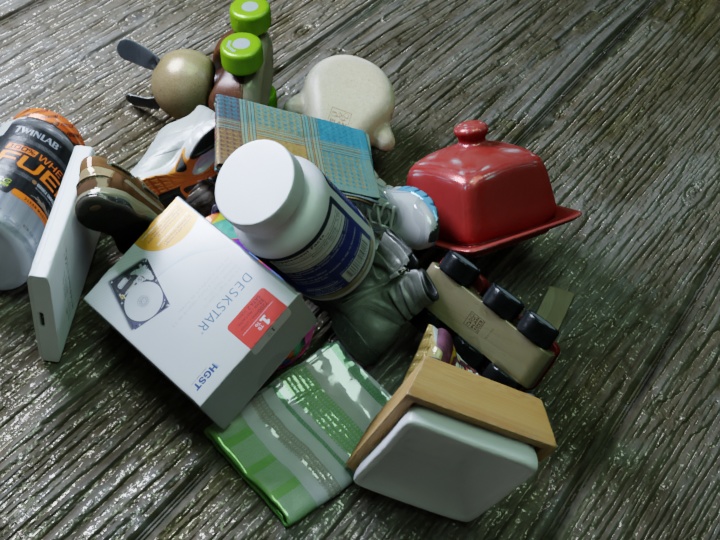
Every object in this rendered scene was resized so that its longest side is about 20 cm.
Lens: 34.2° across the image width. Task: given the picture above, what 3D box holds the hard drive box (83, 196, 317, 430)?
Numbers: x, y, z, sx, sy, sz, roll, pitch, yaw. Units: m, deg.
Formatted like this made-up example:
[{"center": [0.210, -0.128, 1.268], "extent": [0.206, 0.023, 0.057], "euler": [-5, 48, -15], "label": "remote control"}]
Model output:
[{"center": [-0.171, 0.043, 1.255], "extent": [0.199, 0.077, 0.156], "euler": [36, 78, 26], "label": "hard drive box"}]

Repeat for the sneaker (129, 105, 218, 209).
[{"center": [-0.240, -0.124, 1.427], "extent": [0.199, 0.076, 0.092], "euler": [-36, 43, -7], "label": "sneaker"}]

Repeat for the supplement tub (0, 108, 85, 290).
[{"center": [-0.392, -0.087, 1.334], "extent": [0.120, 0.124, 0.202], "euler": [16, 46, -2], "label": "supplement tub"}]

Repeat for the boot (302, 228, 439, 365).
[{"center": [0.000, 0.000, 1.359], "extent": [0.200, 0.131, 0.067], "euler": [49, 15, 26], "label": "boot"}]

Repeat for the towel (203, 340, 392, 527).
[{"center": [-0.050, 0.169, 1.265], "extent": [0.149, 0.031, 0.199], "euler": [41, 50, 22], "label": "towel"}]

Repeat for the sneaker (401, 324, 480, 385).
[{"center": [0.096, 0.114, 1.253], "extent": [0.089, 0.200, 0.076], "euler": [25, 81, 5], "label": "sneaker"}]

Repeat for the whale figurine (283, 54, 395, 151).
[{"center": [-0.031, -0.187, 1.572], "extent": [0.156, 0.104, 0.203], "euler": [18, 70, -1], "label": "whale figurine"}]

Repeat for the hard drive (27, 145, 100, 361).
[{"center": [-0.322, -0.020, 1.286], "extent": [0.026, 0.133, 0.202], "euler": [6, 46, -1], "label": "hard drive"}]

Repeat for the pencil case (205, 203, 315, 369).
[{"center": [-0.127, 0.017, 1.347], "extent": [0.087, 0.089, 0.201], "euler": [-18, 58, -30], "label": "pencil case"}]

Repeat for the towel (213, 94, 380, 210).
[{"center": [-0.077, -0.141, 1.383], "extent": [0.196, 0.022, 0.148], "euler": [12, 39, -16], "label": "towel"}]

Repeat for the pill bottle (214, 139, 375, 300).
[{"center": [-0.069, -0.053, 1.261], "extent": [0.114, 0.200, 0.118], "euler": [-9, 65, 21], "label": "pill bottle"}]

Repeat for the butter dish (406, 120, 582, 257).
[{"center": [0.145, -0.113, 1.464], "extent": [0.197, 0.151, 0.198], "euler": [-18, 19, -30], "label": "butter dish"}]

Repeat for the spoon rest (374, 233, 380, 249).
[{"center": [-0.007, -0.023, 1.436], "extent": [0.099, 0.061, 0.200], "euler": [-31, 63, -37], "label": "spoon rest"}]

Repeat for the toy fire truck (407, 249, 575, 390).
[{"center": [0.171, 0.052, 1.398], "extent": [0.175, 0.130, 0.200], "euler": [38, 9, 18], "label": "toy fire truck"}]

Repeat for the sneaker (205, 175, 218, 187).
[{"center": [-0.154, -0.116, 1.449], "extent": [0.198, 0.079, 0.085], "euler": [28, 47, 29], "label": "sneaker"}]

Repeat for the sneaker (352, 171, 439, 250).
[{"center": [0.010, -0.076, 1.422], "extent": [0.086, 0.076, 0.199], "euler": [-14, 34, -43], "label": "sneaker"}]

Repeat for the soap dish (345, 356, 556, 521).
[{"center": [0.087, 0.171, 1.171], "extent": [0.155, 0.201, 0.082], "euler": [20, 57, -8], "label": "soap dish"}]

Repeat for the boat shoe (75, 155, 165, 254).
[{"center": [-0.256, -0.072, 1.313], "extent": [0.074, 0.200, 0.075], "euler": [-16, 70, 9], "label": "boat shoe"}]

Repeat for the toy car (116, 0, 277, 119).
[{"center": [-0.215, -0.254, 1.531], "extent": [0.196, 0.166, 0.160], "euler": [3, 46, 3], "label": "toy car"}]
